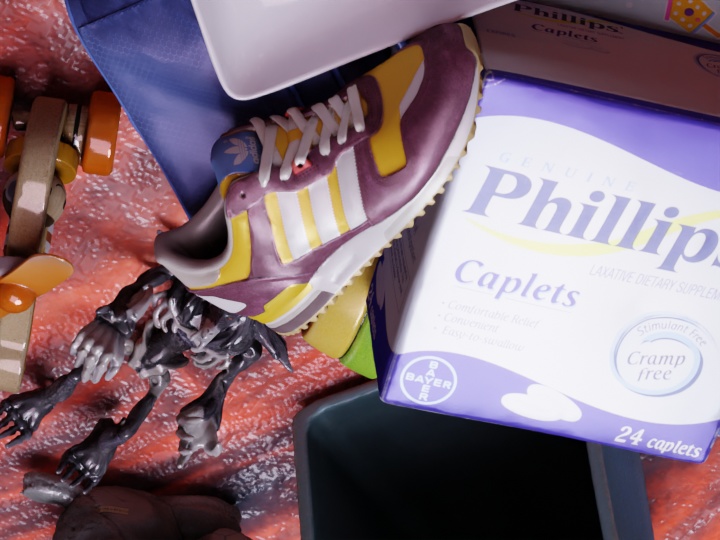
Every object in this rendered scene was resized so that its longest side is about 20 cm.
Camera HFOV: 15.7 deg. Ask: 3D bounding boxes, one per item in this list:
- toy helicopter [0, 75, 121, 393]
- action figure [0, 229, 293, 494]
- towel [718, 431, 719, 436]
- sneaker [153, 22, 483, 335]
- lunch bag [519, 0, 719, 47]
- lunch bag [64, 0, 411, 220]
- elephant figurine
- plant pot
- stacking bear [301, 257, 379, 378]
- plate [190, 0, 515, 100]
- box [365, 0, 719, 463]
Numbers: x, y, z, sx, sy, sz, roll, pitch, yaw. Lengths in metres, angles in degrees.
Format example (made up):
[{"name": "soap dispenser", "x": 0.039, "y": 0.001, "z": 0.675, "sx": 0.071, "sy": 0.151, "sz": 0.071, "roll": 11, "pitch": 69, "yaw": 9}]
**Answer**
[{"name": "toy helicopter", "x": -0.187, "y": -0.004, "z": 1.467, "sx": 0.079, "sy": 0.132, "sz": 0.200, "roll": 8, "pitch": 129, "yaw": -7}, {"name": "action figure", "x": -0.121, "y": 0.060, "z": 1.541, "sx": 0.119, "sy": 0.102, "sz": 0.200, "roll": 43, "pitch": 119, "yaw": -16}, {"name": "towel", "x": 0.257, "y": 0.077, "z": 1.524, "sx": 0.199, "sy": 0.024, "sz": 0.145, "roll": 9, "pitch": 161, "yaw": 30}, {"name": "sneaker", "x": -0.021, "y": -0.051, "z": 1.271, "sx": 0.090, "sy": 0.075, "sz": 0.200, "roll": 24, "pitch": 122, "yaw": -25}, {"name": "lunch bag", "x": 0.109, "y": -0.118, "z": 1.408, "sx": 0.160, "sy": 0.077, "sz": 0.200, "roll": 10, "pitch": 129, "yaw": -6}, {"name": "lunch bag", "x": -0.047, "y": -0.115, "z": 1.359, "sx": 0.132, "sy": 0.136, "sz": 0.200, "roll": -22, "pitch": 116, "yaw": 18}, {"name": "elephant figurine", "x": -0.143, "y": 0.246, "z": 1.666, "sx": 0.141, "sy": 0.155, "sz": 0.201, "roll": -2, "pitch": 124, "yaw": -27}, {"name": "plant pot", "x": 0.093, "y": 0.181, "z": 1.591, "sx": 0.196, "sy": 0.196, "sz": 0.200, "roll": -21, "pitch": 137, "yaw": 17}, {"name": "stacking bear", "x": 0.000, "y": 0.000, "z": 1.481, "sx": 0.199, "sy": 0.114, "sz": 0.122, "roll": 19, "pitch": 144, "yaw": -8}, {"name": "plate", "x": -0.004, "y": -0.204, "z": 1.237, "sx": 0.199, "sy": 0.032, "sz": 0.201, "roll": -21, "pitch": 113, "yaw": -1}, {"name": "box", "x": 0.116, "y": -0.021, "z": 1.351, "sx": 0.183, "sy": 0.105, "sz": 0.201, "roll": 11, "pitch": 118, "yaw": -9}]
